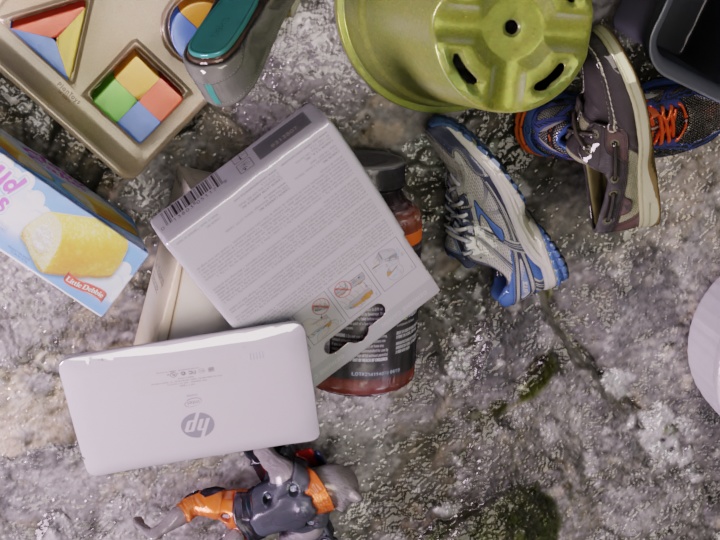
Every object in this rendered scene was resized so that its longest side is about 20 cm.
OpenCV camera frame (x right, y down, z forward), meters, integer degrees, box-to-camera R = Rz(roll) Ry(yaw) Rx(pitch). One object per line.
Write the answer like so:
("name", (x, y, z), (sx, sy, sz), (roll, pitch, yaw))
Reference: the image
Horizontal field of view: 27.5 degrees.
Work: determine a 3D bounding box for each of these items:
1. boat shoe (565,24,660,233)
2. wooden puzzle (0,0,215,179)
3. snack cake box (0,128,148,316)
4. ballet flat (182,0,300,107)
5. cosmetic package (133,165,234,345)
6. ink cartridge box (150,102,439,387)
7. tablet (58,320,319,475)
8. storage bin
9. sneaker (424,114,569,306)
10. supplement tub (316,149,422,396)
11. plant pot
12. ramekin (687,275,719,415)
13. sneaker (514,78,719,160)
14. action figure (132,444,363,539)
("boat shoe", (0.205, -0.108, 1.228), (0.066, 0.072, 0.202), (-22, 130, -1))
("wooden puzzle", (-0.187, -0.200, 1.196), (0.200, 0.046, 0.185), (-46, 112, 3))
("snack cake box", (-0.274, -0.057, 1.182), (0.200, 0.115, 0.067), (36, 95, -22))
("ballet flat", (-0.082, -0.213, 1.183), (0.201, 0.067, 0.064), (-64, 149, -32))
("cosmetic package", (-0.139, 0.024, 1.250), (0.073, 0.104, 0.201), (11, 103, -18))
("ink cartridge box", (-0.049, -0.012, 1.192), (0.162, 0.057, 0.200), (-37, 130, -2))
("tablet", (-0.137, 0.107, 1.204), (0.198, 0.014, 0.131), (-8, 127, -3))
("storage bin", (0.296, -0.259, 1.256), (0.145, 0.134, 0.201), (20, 100, -20))
("sneaker", (0.107, -0.046, 1.308), (0.085, 0.077, 0.200), (-35, 112, 3))
("supplement tub", (0.000, 0.000, 1.277), (0.106, 0.107, 0.202), (-2, 107, -14))
("plant pot", (0.096, -0.208, 1.193), (0.199, 0.184, 0.202), (-5, 109, -14))
("ramekin", (0.414, 0.076, 1.414), (0.199, 0.098, 0.202), (-4, 108, -13))
("sneaker", (0.241, -0.125, 1.314), (0.198, 0.078, 0.076), (-9, 110, -12))
("action figure", (-0.078, 0.242, 1.338), (0.193, 0.105, 0.201), (-31, 110, 7))
